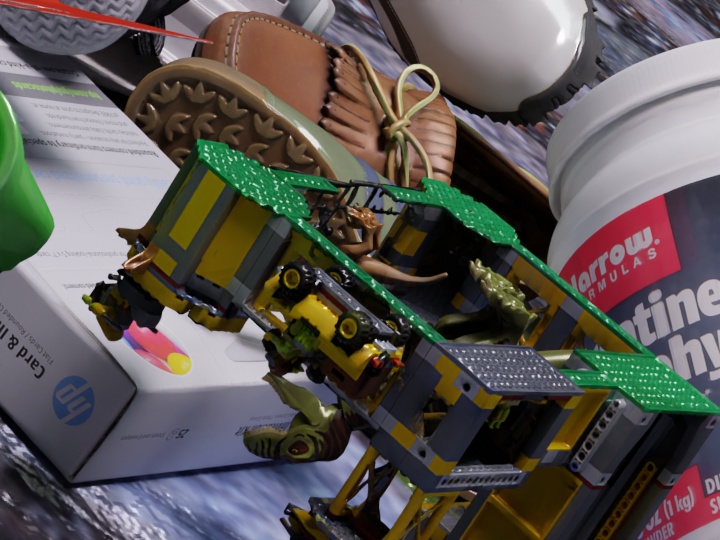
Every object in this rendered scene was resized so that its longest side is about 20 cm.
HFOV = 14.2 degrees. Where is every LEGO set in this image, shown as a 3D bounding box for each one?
[{"bbox_3d":[0.002,0.050,0.835,0.154,0.116,0.200,38,15,18],"label":"LEGO set"}]

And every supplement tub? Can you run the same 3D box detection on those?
[{"bbox_3d":[0.142,0.035,1.006,0.140,0.140,0.201,21,48,-43],"label":"supplement tub"}]

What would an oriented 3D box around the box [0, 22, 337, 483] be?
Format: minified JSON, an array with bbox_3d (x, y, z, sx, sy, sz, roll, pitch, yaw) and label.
[{"bbox_3d":[-0.102,-0.018,0.921,0.200,0.041,0.156,43,18,20],"label":"box"}]

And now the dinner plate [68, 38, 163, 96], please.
[{"bbox_3d":[-0.131,-0.121,1.157,0.200,0.024,0.200,33,18,-12],"label":"dinner plate"}]

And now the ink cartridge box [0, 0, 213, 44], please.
[{"bbox_3d":[-0.164,-0.115,0.883,0.199,0.057,0.162,10,3,34],"label":"ink cartridge box"}]

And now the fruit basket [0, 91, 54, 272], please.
[{"bbox_3d":[-0.178,-0.056,0.666,0.216,0.156,0.216,43,3,-3],"label":"fruit basket"}]

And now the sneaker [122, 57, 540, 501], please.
[{"bbox_3d":[0.000,0.000,1.042,0.200,0.067,0.090,44,16,1],"label":"sneaker"}]

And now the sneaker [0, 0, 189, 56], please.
[{"bbox_3d":[-0.087,-0.172,1.015,0.075,0.201,0.114,3,-1,16],"label":"sneaker"}]

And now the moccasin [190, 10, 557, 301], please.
[{"bbox_3d":[0.013,-0.041,1.115,0.201,0.078,0.074,38,55,-36],"label":"moccasin"}]

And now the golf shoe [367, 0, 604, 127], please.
[{"bbox_3d":[0.016,-0.139,1.130,0.200,0.078,0.094,52,8,27],"label":"golf shoe"}]

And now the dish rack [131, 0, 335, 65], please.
[{"bbox_3d":[-0.092,-0.146,1.189,0.200,0.044,0.172,36,18,-4],"label":"dish rack"}]
